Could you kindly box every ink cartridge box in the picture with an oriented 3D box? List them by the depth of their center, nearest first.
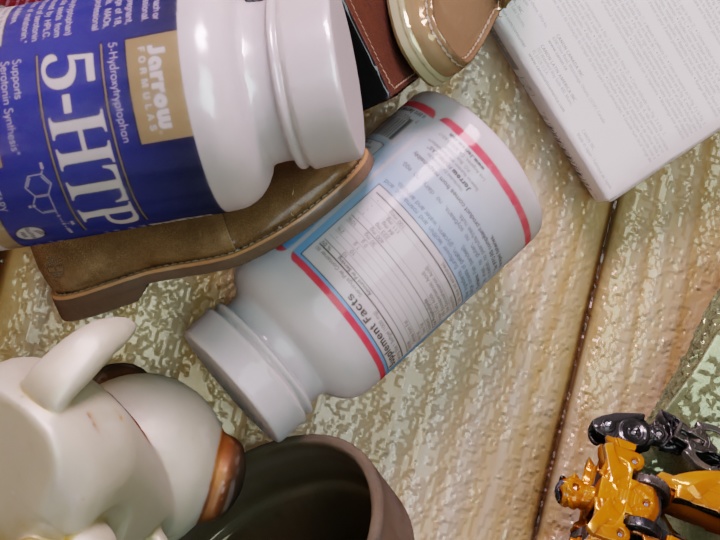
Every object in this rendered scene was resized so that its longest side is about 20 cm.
[{"bbox_3d":[0.186,-0.161,0.994,0.199,0.050,0.162,-34,99,0],"label":"ink cartridge box"}]

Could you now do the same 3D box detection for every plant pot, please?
[{"bbox_3d":[-0.023,0.221,0.903,0.200,0.200,0.174,-45,117,-10],"label":"plant pot"}]

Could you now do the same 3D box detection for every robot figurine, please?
[{"bbox_3d":[0.204,0.164,0.955,0.198,0.058,0.146,20,54,1],"label":"robot figurine"}]

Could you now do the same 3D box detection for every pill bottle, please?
[{"bbox_3d":[-0.103,-0.084,0.820,0.198,0.120,0.121,-10,94,7],"label":"pill bottle"},{"bbox_3d":[0.000,0.000,0.934,0.200,0.109,0.109,-42,101,-11],"label":"pill bottle"}]

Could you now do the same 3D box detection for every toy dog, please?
[{"bbox_3d":[-0.149,0.104,0.859,0.139,0.200,0.196,22,98,21],"label":"toy dog"}]

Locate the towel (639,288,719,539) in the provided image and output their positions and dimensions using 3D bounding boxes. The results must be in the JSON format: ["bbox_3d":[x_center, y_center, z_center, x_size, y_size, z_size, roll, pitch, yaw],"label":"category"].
[{"bbox_3d":[0.249,0.106,1.019,0.147,0.036,0.201,29,94,-4],"label":"towel"}]

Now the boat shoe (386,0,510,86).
[{"bbox_3d":[0.066,-0.188,0.921,0.074,0.066,0.201,46,44,-35],"label":"boat shoe"}]

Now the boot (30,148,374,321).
[{"bbox_3d":[-0.091,-0.040,0.892,0.198,0.074,0.076,-20,108,11],"label":"boot"}]

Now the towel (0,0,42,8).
[{"bbox_3d":[-0.146,-0.127,0.875,0.143,0.023,0.201,15,125,-15],"label":"towel"}]

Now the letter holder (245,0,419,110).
[{"bbox_3d":[-0.035,-0.192,0.928,0.201,0.100,0.142,63,34,-11],"label":"letter holder"}]
